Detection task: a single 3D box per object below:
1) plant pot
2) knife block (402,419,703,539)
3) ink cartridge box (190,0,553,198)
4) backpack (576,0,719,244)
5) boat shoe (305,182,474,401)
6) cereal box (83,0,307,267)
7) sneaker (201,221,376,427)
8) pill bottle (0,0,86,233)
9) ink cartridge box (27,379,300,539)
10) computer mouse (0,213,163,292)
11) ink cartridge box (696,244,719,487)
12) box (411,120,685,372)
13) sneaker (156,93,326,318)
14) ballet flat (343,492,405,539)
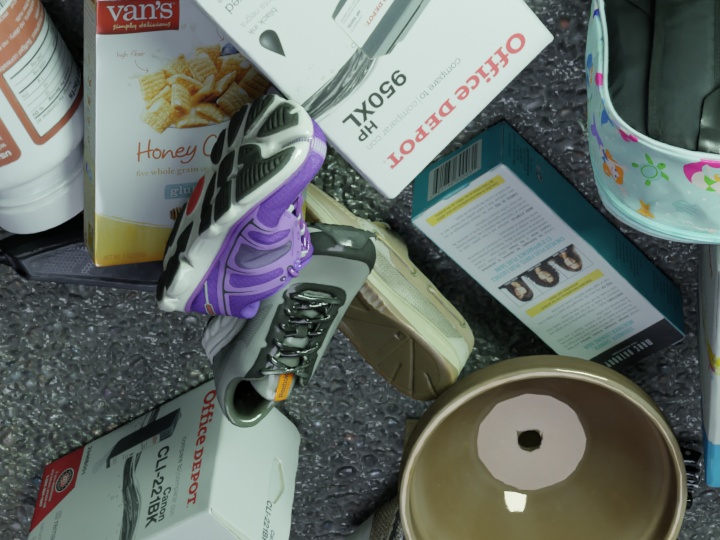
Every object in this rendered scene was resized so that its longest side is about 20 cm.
[{"bbox_3d":[0.124,0.138,1.461,0.200,0.093,0.201,-1,115,-1],"label":"plant pot"},{"bbox_3d":[0.152,0.156,1.559,0.175,0.064,0.200,-34,121,30],"label":"knife block"},{"bbox_3d":[-0.004,-0.164,1.232,0.145,0.084,0.200,-44,120,2],"label":"ink cartridge box"},{"bbox_3d":[0.217,-0.100,1.226,0.177,0.200,0.151,2,132,3],"label":"backpack"},{"bbox_3d":[0.000,0.000,1.433,0.200,0.065,0.072,45,134,-9],"label":"boat shoe"},{"bbox_3d":[-0.101,-0.103,1.307,0.144,0.040,0.200,-7,123,-18],"label":"cereal box"},{"bbox_3d":[-0.042,0.035,1.370,0.074,0.079,0.200,9,144,-23],"label":"sneaker"},{"bbox_3d":[-0.239,-0.123,1.308,0.112,0.112,0.200,-13,130,17],"label":"pill bottle"},{"bbox_3d":[-0.151,0.183,1.557,0.200,0.144,0.084,-27,125,26],"label":"ink cartridge box"},{"bbox_3d":[-0.186,-0.018,1.412,0.200,0.138,0.053,4,95,-10],"label":"computer mouse"},{"bbox_3d":[0.298,0.023,1.367,0.146,0.147,0.200,0,133,7],"label":"ink cartridge box"},{"bbox_3d":[0.130,-0.009,1.419,0.082,0.049,0.200,-31,123,29],"label":"box"},{"bbox_3d":[-0.059,-0.034,1.261,0.083,0.081,0.200,15,148,-15],"label":"sneaker"},{"bbox_3d":[0.022,0.243,1.654,0.075,0.068,0.200,4,137,14],"label":"ballet flat"}]
